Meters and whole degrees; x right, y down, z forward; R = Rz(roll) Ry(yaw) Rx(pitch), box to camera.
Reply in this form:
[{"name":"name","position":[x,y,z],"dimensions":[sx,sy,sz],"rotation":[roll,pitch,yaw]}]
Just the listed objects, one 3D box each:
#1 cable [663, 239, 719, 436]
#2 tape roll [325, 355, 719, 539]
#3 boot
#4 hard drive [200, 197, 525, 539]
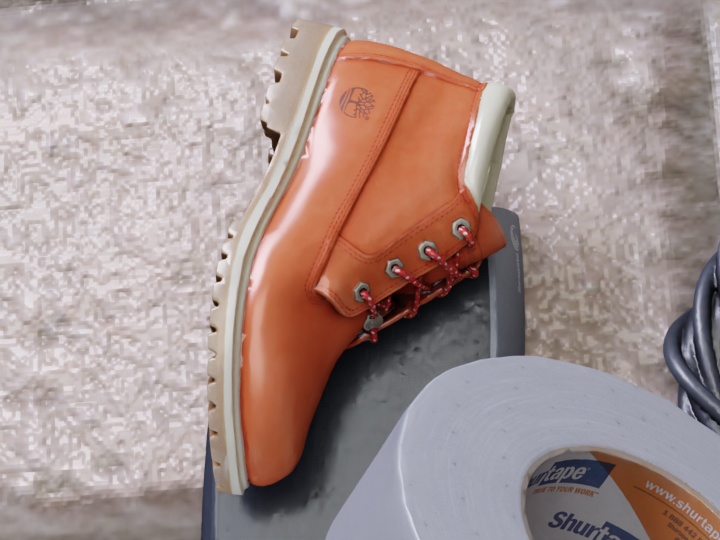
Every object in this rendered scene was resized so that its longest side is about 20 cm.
[{"name":"cable","position":[0.217,0.056,0.779],"dimensions":[0.163,0.051,0.200],"rotation":[-30,73,-3]},{"name":"tape roll","position":[0.088,0.122,0.680],"dimensions":[0.200,0.200,0.066],"rotation":[40,123,15]},{"name":"boot","position":[0.000,0.000,0.764],"dimensions":[0.107,0.075,0.200],"rotation":[14,73,6]},{"name":"hard drive","position":[0.000,0.063,0.803],"dimensions":[0.135,0.042,0.200],"rotation":[3,74,7]}]
